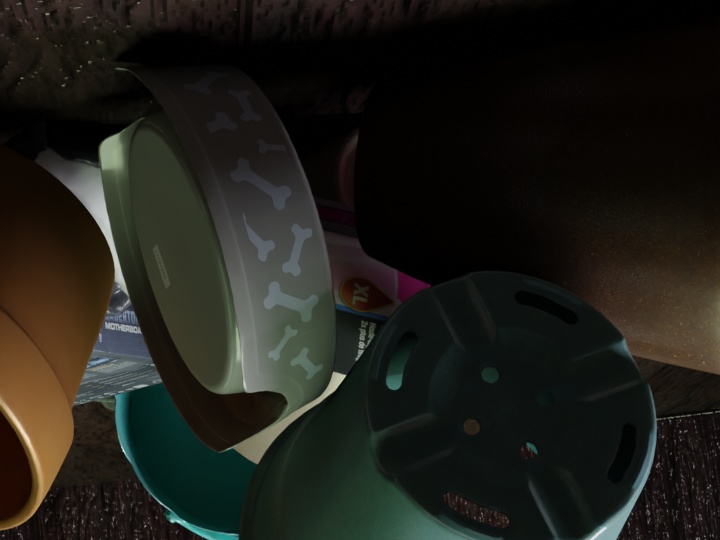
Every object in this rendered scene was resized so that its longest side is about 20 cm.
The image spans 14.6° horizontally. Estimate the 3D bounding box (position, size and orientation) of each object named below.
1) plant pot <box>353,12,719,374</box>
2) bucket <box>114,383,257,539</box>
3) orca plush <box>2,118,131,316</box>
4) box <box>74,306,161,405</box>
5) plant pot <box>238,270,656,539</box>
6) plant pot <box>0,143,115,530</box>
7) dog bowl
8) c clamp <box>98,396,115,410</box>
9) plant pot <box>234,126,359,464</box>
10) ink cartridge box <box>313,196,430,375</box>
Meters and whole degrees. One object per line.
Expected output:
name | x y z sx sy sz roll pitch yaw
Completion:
plant pot | 0.103 -0.046 1.457 0.199 0.188 0.187 4 174 13
bucket | -0.067 0.086 1.880 0.206 0.209 0.135 -6 172 -5
orca plush | -0.144 -0.037 1.590 0.199 0.071 0.106 19 111 -39
box | -0.216 0.054 1.751 0.199 0.051 0.157 -16 167 28
plant pot | 0.053 0.109 1.425 0.199 0.201 0.196 -5 155 -16
plant pot | -0.221 0.022 1.495 0.199 0.140 0.201 22 146 16
dog bowl | -0.072 -0.012 1.416 0.058 0.201 0.200 -15 174 -18
c clamp | -0.230 0.077 2.000 0.199 0.027 0.171 14 -177 32
plant pot | 0.000 0.000 1.668 0.186 0.188 0.200 -4 152 -20
ink cartridge box | 0.003 0.014 1.561 0.199 0.095 0.037 12 -146 8
